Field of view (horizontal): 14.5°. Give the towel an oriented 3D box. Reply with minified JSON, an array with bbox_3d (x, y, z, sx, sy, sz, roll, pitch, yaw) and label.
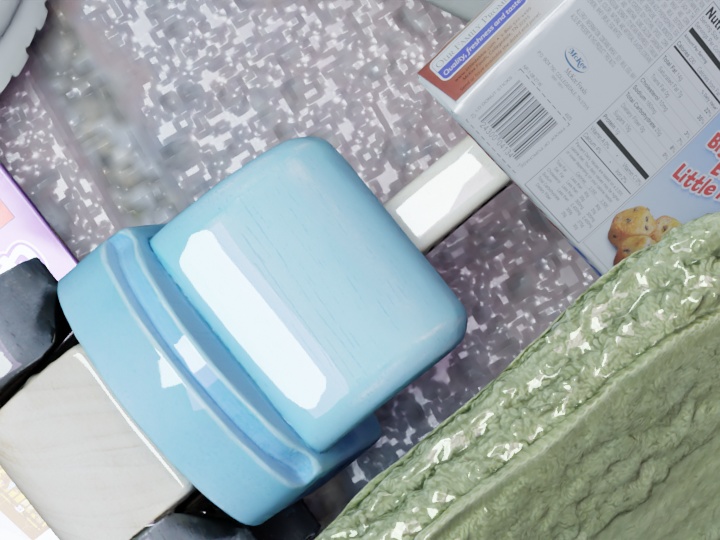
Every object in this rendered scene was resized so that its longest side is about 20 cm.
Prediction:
[{"bbox_3d":[0.049,0.085,0.769,0.200,0.148,0.036,-42,47,-9],"label":"towel"}]

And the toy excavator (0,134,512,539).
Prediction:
[{"bbox_3d":[0.000,0.000,0.774,0.200,0.194,0.100,-38,85,11],"label":"toy excavator"}]

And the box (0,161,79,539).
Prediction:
[{"bbox_3d":[-0.106,0.077,0.830,0.137,0.039,0.200,-38,86,-3],"label":"box"}]

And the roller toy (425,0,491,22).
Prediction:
[{"bbox_3d":[0.071,-0.169,0.772,0.182,0.140,0.200,37,65,17],"label":"roller toy"}]

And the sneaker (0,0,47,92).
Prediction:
[{"bbox_3d":[-0.162,-0.063,0.797,0.076,0.081,0.200,27,62,28],"label":"sneaker"}]

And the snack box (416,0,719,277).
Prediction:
[{"bbox_3d":[0.094,-0.020,0.771,0.072,0.200,0.024,-45,45,1],"label":"snack box"}]
